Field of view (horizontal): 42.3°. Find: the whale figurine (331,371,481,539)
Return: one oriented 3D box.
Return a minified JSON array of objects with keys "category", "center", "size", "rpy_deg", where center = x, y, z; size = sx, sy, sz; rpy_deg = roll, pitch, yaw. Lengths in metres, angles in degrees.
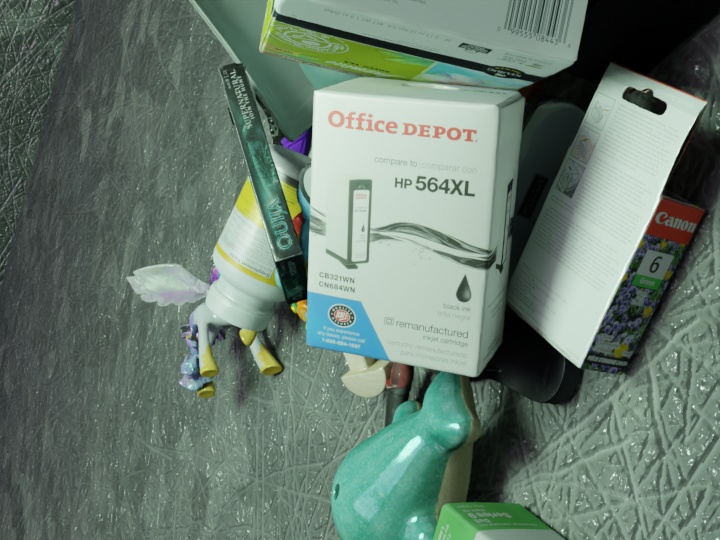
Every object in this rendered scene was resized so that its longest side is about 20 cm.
[{"category":"whale figurine","center":[0.037,0.170,0.789],"size":[0.160,0.103,0.201],"rpy_deg":[-96,20,-49]}]

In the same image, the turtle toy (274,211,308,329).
[{"category":"turtle toy","center":[-0.027,-0.024,0.985],"size":[0.146,0.100,0.202],"rpy_deg":[46,121,53]}]

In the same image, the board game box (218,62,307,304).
[{"category":"board game box","center":[-0.091,-0.081,0.898],"size":[0.135,0.028,0.202],"rpy_deg":[88,165,-71]}]

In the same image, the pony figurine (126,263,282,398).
[{"category":"pony figurine","center":[-0.192,0.058,1.220],"size":[0.192,0.167,0.202],"rpy_deg":[-21,55,19]}]

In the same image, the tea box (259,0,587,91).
[{"category":"tea box","center":[0.040,-0.216,0.673],"size":[0.197,0.198,0.135],"rpy_deg":[-165,86,-80]}]

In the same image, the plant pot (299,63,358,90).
[{"category":"plant pot","center":[0.026,-0.214,0.891],"size":[0.200,0.199,0.135],"rpy_deg":[42,144,55]}]

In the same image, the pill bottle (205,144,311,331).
[{"category":"pill bottle","center":[-0.104,-0.036,1.087],"size":[0.201,0.111,0.112],"rpy_deg":[-63,34,14]}]

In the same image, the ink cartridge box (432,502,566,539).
[{"category":"ink cartridge box","center":[0.124,0.276,0.661],"size":[0.200,0.083,0.147],"rpy_deg":[27,104,58]}]

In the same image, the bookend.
[{"category":"bookend","center":[0.205,-0.277,0.677],"size":[0.199,0.091,0.202],"rpy_deg":[-44,45,46]}]

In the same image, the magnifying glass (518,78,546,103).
[{"category":"magnifying glass","center":[0.111,-0.101,0.816],"size":[0.022,0.079,0.201],"rpy_deg":[38,105,30]}]

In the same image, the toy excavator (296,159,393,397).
[{"category":"toy excavator","center":[0.000,0.000,0.885],"size":[0.195,0.100,0.200],"rpy_deg":[47,132,7]}]

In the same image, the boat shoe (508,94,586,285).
[{"category":"boat shoe","center":[0.116,-0.055,0.781],"size":[0.201,0.073,0.068],"rpy_deg":[-67,23,13]}]

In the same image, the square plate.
[{"category":"square plate","center":[-0.065,-0.268,0.949],"size":[0.200,0.199,0.028],"rpy_deg":[-45,22,-23]}]

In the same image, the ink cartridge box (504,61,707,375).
[{"category":"ink cartridge box","center":[0.187,-0.038,0.682],"size":[0.109,0.050,0.202],"rpy_deg":[48,121,54]}]

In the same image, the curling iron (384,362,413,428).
[{"category":"curling iron","center":[0.033,0.105,0.872],"size":[0.025,0.050,0.202],"rpy_deg":[19,123,20]}]

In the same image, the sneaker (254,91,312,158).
[{"category":"sneaker","center":[-0.091,-0.195,1.140],"size":[0.201,0.099,0.070],"rpy_deg":[-61,34,28]}]

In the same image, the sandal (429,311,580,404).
[{"category":"sandal","center":[0.105,0.062,0.795],"size":[0.200,0.043,0.077],"rpy_deg":[5,86,59]}]

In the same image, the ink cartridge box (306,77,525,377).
[{"category":"ink cartridge box","center":[0.039,-0.037,0.710],"size":[0.145,0.084,0.202],"rpy_deg":[8,109,20]}]
